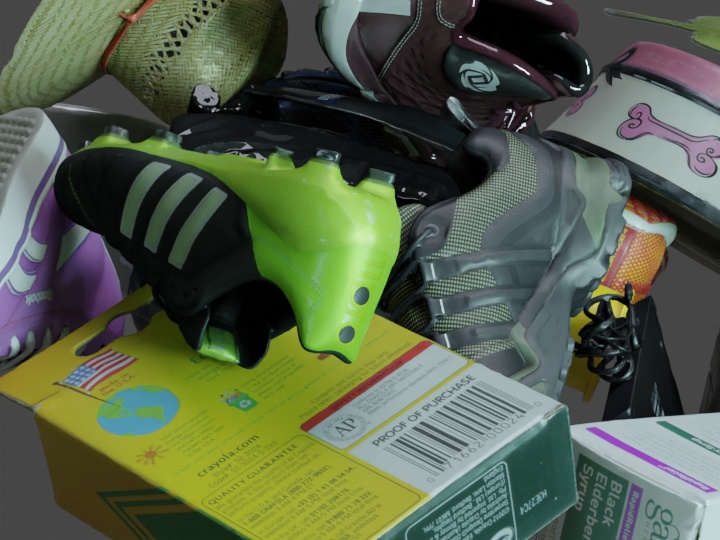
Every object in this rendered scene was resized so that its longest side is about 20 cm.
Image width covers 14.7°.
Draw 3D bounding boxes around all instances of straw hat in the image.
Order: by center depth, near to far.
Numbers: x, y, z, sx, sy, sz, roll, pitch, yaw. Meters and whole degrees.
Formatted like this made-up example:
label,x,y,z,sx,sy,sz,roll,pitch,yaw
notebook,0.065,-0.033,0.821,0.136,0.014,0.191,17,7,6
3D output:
label,x,y,z,sx,sy,sz,roll,pitch,yaw
straw hat,-0.083,-0.120,1.405,0.085,0.201,0.201,47,24,10

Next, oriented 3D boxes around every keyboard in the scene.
label,x,y,z,sx,sy,sz,roll,pitch,yaw
keyboard,0.112,0.060,1.218,0.039,0.105,0.200,-14,10,11

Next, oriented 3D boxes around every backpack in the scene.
label,x,y,z,sx,sy,sz,roll,pitch,yaw
backpack,0.000,0.000,1.268,0.199,0.127,0.167,12,23,-3

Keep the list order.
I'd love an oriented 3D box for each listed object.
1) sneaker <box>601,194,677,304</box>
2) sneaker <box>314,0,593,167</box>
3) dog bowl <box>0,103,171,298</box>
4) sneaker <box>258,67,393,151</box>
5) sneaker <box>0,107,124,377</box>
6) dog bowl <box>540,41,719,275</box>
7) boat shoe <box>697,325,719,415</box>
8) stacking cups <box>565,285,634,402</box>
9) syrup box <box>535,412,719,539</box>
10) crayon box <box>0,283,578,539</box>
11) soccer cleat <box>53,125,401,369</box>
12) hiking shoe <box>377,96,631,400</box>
label,x,y,z,sx,sy,sz,roll,pitch,yaw
sneaker,0.120,-0.001,1.474,0.073,0.077,0.200,29,-1,7
sneaker,0.069,-0.079,1.325,0.115,0.076,0.200,7,-22,34
dog bowl,-0.140,-0.037,1.426,0.199,0.059,0.200,12,15,-3
sneaker,0.020,-0.035,1.424,0.200,0.075,0.079,30,20,-23
sneaker,-0.144,0.026,1.131,0.072,0.115,0.201,-13,25,25
dog bowl,0.193,-0.045,1.436,0.200,0.074,0.200,31,-2,1
boat shoe,0.207,0.049,1.344,0.073,0.075,0.200,14,16,11
stacking cups,0.030,0.001,1.360,0.199,0.061,0.061,21,16,5
syrup box,0.163,0.104,1.099,0.199,0.079,0.081,-2,20,-41
crayon box,-0.032,0.064,1.059,0.127,0.051,0.200,-33,40,-30
soccer cleat,-0.062,-0.008,1.072,0.067,0.081,0.200,19,-6,-38
hiking shoe,0.038,0.024,1.152,0.100,0.076,0.200,23,57,1
